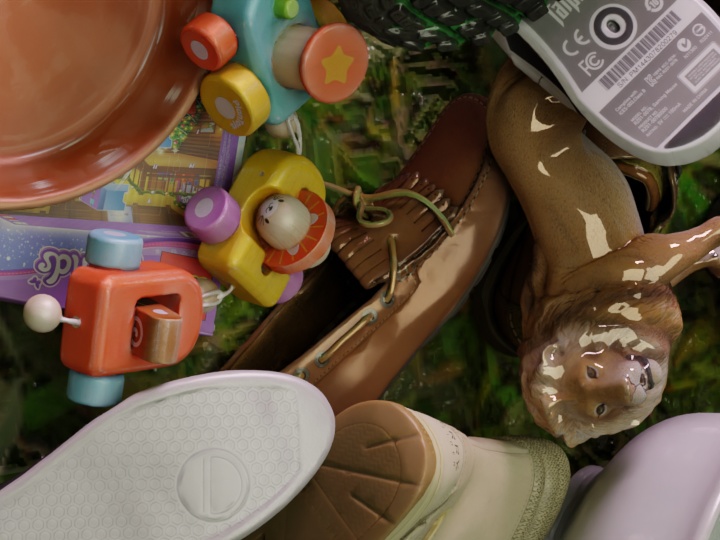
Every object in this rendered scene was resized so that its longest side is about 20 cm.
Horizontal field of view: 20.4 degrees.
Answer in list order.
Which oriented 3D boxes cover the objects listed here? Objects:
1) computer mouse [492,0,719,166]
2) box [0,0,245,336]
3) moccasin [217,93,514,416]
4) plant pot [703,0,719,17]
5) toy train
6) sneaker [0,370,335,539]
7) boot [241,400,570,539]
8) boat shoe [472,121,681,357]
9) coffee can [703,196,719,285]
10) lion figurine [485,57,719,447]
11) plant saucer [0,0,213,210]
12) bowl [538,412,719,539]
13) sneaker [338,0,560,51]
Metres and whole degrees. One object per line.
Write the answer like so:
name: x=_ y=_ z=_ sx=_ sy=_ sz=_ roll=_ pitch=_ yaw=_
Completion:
computer mouse: x=0.081 y=-0.119 z=0.857 sx=0.110 sy=0.044 sz=0.200 roll=-42 pitch=79 yaw=-5
box: x=-0.146 y=-0.056 z=0.847 sx=0.199 sy=0.039 sz=0.138 roll=12 pitch=85 yaw=-27
moccasin: x=-0.001 y=0.000 z=0.909 sx=0.202 sy=0.074 sz=0.078 roll=-51 pitch=121 yaw=-7
plant pot: x=0.187 y=-0.203 z=0.930 sx=0.198 sy=0.200 sz=0.201 roll=-41 pitch=108 yaw=-16
toy train: x=-0.055 y=-0.041 z=0.813 sx=0.150 sy=0.055 sz=0.201 roll=3 pitch=101 yaw=-53
sneaker: x=-0.107 y=0.097 z=0.831 sx=0.199 sy=0.099 sz=0.071 roll=-28 pitch=92 yaw=-8
boot: x=-0.008 y=0.136 z=0.897 sx=0.200 sy=0.073 sz=0.155 roll=-45 pitch=152 yaw=19
boat shoe: x=0.128 y=-0.045 z=0.971 sx=0.072 sy=0.068 sz=0.201 roll=28 pitch=78 yaw=-23
coffee can: x=0.283 y=0.030 z=1.008 sx=0.146 sy=0.146 sz=0.200 roll=-44 pitch=109 yaw=-19
lion figurine: x=0.099 y=-0.031 z=0.893 sx=0.122 sy=0.072 sz=0.201 roll=-21 pitch=82 yaw=-13
plant saucer: x=-0.149 y=-0.124 z=0.805 sx=0.199 sy=0.032 sz=0.202 roll=0 pitch=90 yaw=-28
bowl: x=0.136 y=0.150 z=0.947 sx=0.201 sy=0.090 sz=0.202 roll=-42 pitch=140 yaw=-49
sneaker: x=0.069 y=-0.168 z=0.818 sx=0.200 sy=0.085 sz=0.078 roll=-40 pitch=146 yaw=-2
